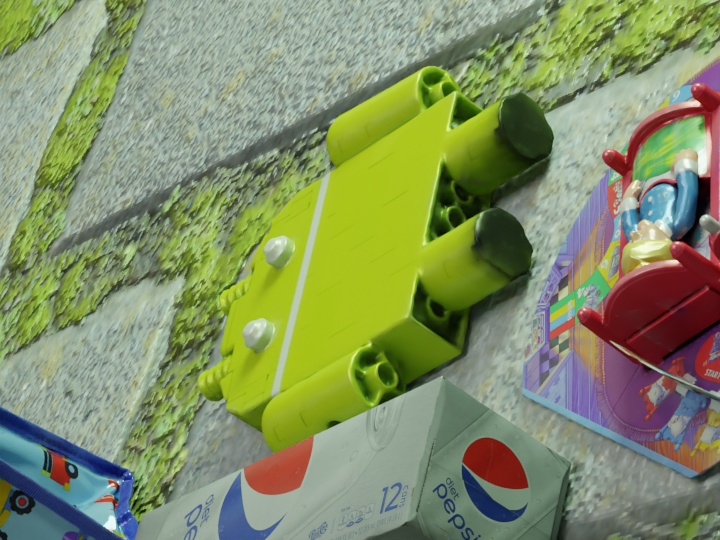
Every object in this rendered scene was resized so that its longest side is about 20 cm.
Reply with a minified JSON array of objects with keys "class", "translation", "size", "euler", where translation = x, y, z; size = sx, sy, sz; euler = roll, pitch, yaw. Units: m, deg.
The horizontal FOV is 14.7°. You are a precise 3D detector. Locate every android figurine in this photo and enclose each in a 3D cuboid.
[{"class":"android figurine","translation":[0.000,0.000,1.191],"size":[0.200,0.041,0.183],"euler":[-28,38,44]}]

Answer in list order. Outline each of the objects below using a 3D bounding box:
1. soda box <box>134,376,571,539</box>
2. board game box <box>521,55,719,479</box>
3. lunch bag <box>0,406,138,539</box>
[{"class":"soda box","translation":[-0.013,0.108,1.055],"size":[0.200,0.068,0.064],"euler":[-28,38,48]},{"class":"board game box","translation":[0.113,-0.018,1.000],"size":[0.159,0.039,0.200],"euler":[-59,25,-3]},{"class":"lunch bag","translation":[-0.218,0.122,1.255],"size":[0.151,0.199,0.094],"euler":[-52,25,11]}]
